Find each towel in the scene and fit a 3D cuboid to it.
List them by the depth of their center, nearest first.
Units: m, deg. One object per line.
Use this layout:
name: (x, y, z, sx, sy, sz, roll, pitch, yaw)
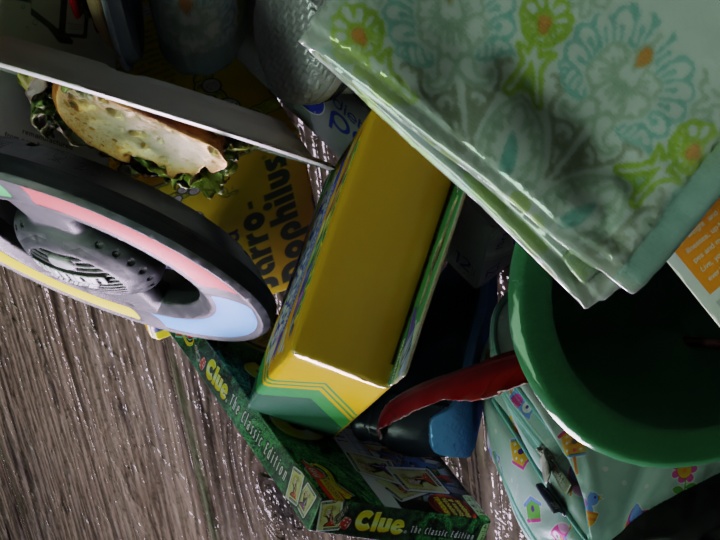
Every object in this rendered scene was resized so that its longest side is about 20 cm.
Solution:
towel: (0.098, -0.110, 1.020, 0.171, 0.200, 0.048, 41, -177, 3)
towel: (-0.096, -0.219, 1.261, 0.201, 0.048, 0.172, -100, -2, -48)

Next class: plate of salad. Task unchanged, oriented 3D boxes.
plate of salad: (-0.109, -0.069, 1.246, 0.199, 0.048, 0.200, 16, -179, 0)

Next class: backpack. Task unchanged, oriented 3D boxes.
backpack: (0.142, 0.086, 1.277, 0.127, 0.166, 0.200, 89, 156, -43)

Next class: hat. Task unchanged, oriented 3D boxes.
hat: (0.112, -0.005, 1.198, 0.176, 0.199, 0.167, -151, 51, -72)

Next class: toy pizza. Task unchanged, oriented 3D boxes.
toy pizza: (-0.137, -0.194, 1.256, 0.200, 0.032, 0.201, -10, -90, -90)

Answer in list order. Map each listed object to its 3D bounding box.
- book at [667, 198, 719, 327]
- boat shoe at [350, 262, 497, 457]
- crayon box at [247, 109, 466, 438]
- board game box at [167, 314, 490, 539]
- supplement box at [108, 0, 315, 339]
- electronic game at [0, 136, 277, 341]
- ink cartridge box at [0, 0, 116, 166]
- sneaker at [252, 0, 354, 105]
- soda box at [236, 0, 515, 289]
book: (0.168, -0.057, 1.056, 0.200, 0.133, 0.048, 52, -170, 3)
boat shoe: (0.035, 0.034, 1.360, 0.068, 0.200, 0.085, 1, 105, 9)
crayon box: (0.000, 0.000, 1.221, 0.051, 0.126, 0.200, 20, 166, -6)
board game box: (-0.020, 0.078, 1.348, 0.200, 0.104, 0.024, 49, 125, 50)
supplement box: (-0.109, -0.078, 1.458, 0.109, 0.109, 0.200, 78, 166, -45)
electronic game: (-0.135, -0.013, 1.292, 0.199, 0.042, 0.200, 21, 165, 6)
ink cartridge box: (-0.202, -0.131, 1.402, 0.084, 0.201, 0.146, 17, 155, -38)
sneaker: (0.010, -0.178, 1.234, 0.075, 0.114, 0.201, 1, 90, 56)
soda box: (0.017, -0.089, 1.348, 0.200, 0.063, 0.068, 44, 156, 18)
